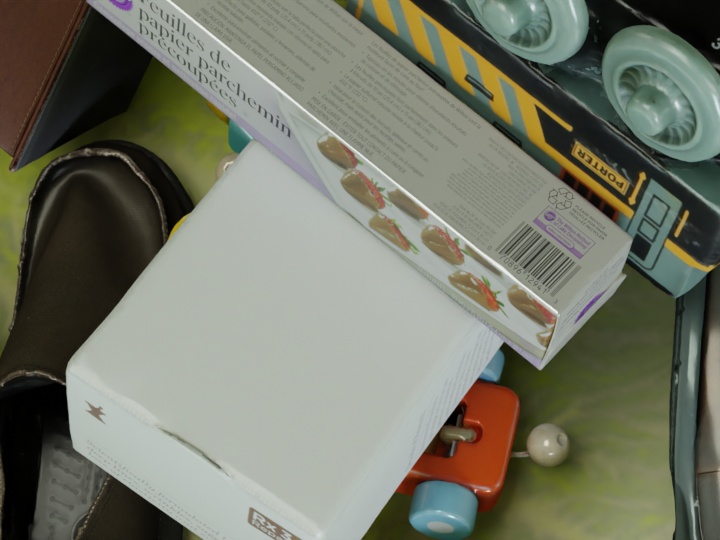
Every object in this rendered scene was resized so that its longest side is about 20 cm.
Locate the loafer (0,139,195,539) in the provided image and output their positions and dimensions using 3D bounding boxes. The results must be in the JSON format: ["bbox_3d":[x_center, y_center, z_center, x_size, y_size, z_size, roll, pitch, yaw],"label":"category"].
[{"bbox_3d":[-0.098,0.039,0.960,0.073,0.071,0.200,-11,67,20],"label":"loafer"}]

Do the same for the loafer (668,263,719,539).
[{"bbox_3d":[0.131,0.074,0.856,0.063,0.072,0.201,2,77,7],"label":"loafer"}]

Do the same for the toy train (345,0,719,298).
[{"bbox_3d":[0.061,-0.080,0.816,0.200,0.114,0.085,38,59,14],"label":"toy train"}]

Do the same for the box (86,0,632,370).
[{"bbox_3d":[-0.003,-0.049,0.837,0.200,0.039,0.041,39,64,15],"label":"box"}]

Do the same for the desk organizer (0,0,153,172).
[{"bbox_3d":[-0.098,-0.140,0.956,0.077,0.072,0.200,41,129,12],"label":"desk organizer"}]

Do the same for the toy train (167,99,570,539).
[{"bbox_3d":[0.004,0.001,0.945,0.150,0.056,0.200,9,62,-1],"label":"toy train"}]

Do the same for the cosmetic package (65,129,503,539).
[{"bbox_3d":[0.000,0.000,0.874,0.102,0.074,0.200,34,66,12],"label":"cosmetic package"}]
